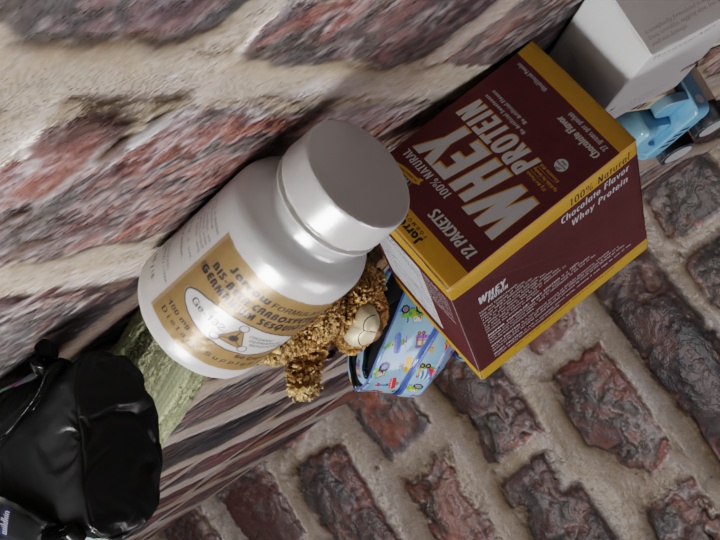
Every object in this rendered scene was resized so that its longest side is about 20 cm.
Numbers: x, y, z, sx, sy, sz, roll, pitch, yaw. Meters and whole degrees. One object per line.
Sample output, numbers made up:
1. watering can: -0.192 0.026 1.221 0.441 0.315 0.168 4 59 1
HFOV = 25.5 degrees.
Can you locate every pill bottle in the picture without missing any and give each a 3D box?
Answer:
1. pill bottle: -0.061 -0.016 1.134 0.200 0.114 0.114 -39 171 37

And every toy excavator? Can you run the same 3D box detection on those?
1. toy excavator: 0.325 -0.189 1.793 0.200 0.100 0.194 -17 163 -37

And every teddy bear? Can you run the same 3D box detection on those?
1. teddy bear: -0.053 0.043 1.417 0.200 0.145 0.067 21 171 -36

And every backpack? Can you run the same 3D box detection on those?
1. backpack: -0.249 0.159 1.283 0.127 0.167 0.200 13 155 -42
2. backpack: 0.069 0.050 1.705 0.183 0.134 0.200 140 -27 -76

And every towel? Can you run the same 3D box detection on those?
1. towel: -0.191 0.108 1.421 0.200 0.036 0.148 -54 157 14

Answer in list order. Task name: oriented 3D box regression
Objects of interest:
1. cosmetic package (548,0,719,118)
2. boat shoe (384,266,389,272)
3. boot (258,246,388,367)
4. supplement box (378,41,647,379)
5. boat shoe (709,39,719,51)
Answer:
1. cosmetic package: 0.237 -0.199 1.348 0.113 0.081 0.200 -30 173 -12
2. boat shoe: 0.000 0.000 1.666 0.062 0.073 0.200 -25 165 -28
3. boot: -0.028 0.028 1.581 0.200 0.072 0.166 -35 158 10
4. supplement box: 0.125 -0.047 1.363 0.197 0.133 0.200 -38 153 -6
5. boat shoe: 0.405 -0.277 1.584 0.200 0.075 0.068 -32 178 -4
